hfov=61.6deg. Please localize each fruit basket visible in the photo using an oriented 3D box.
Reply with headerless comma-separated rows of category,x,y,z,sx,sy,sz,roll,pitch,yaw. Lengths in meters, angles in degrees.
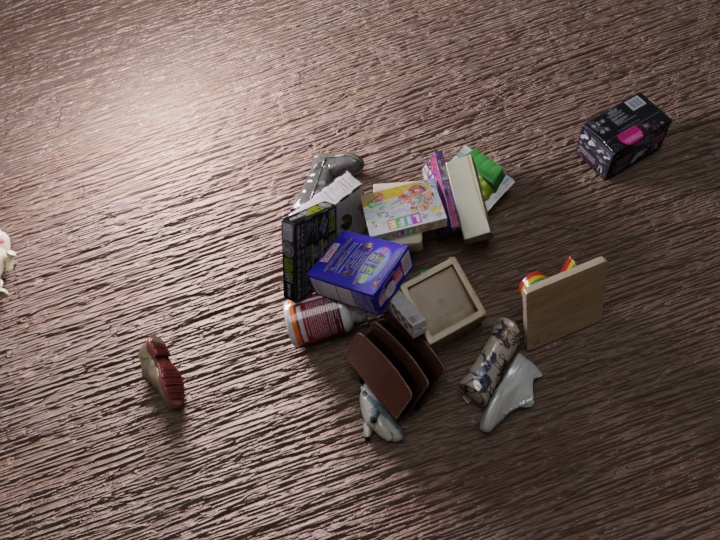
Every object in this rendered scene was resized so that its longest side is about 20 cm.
fruit basket,0.289,-0.219,1.642,0.185,0.094,0.201,40,89,26

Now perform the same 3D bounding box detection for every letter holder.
letter holder,0.079,0.206,1.376,0.200,0.099,0.144,47,120,27

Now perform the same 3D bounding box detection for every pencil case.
pencil case,0.298,0.211,1.389,0.077,0.090,0.202,31,70,12

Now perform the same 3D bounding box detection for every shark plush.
shark plush,0.038,0.310,1.407,0.081,0.093,0.202,-3,37,-15

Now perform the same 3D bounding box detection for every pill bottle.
pill bottle,-0.084,0.108,1.487,0.194,0.114,0.116,-15,59,0

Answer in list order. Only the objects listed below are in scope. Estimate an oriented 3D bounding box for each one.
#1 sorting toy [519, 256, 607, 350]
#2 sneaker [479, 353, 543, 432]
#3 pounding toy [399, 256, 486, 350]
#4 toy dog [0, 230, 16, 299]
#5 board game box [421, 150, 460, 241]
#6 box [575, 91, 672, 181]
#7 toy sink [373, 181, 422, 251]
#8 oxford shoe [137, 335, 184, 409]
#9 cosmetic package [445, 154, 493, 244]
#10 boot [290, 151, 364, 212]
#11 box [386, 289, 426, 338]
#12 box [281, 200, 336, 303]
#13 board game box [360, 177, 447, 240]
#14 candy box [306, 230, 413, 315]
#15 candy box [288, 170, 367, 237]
sorting toy,0.455,0.063,1.389,0.195,0.202,0.070,-21,43,-4
sneaker,0.343,0.287,1.352,0.087,0.076,0.201,33,69,11
pounding toy,0.197,0.066,1.472,0.180,0.143,0.204,-26,71,-6
toy dog,-1.059,-0.025,1.716,0.191,0.138,0.205,-23,53,39
board game box,0.207,-0.192,1.572,0.031,0.120,0.206,-8,77,-17
box,0.704,-0.361,1.628,0.196,0.116,0.133,-29,59,-9
toy sink,0.100,-0.118,1.587,0.126,0.113,0.205,-4,55,6
oxford shoe,-0.498,0.265,1.503,0.074,0.070,0.203,-39,61,16
cosmetic package,0.279,-0.178,1.537,0.071,0.103,0.206,-16,82,16
boot,-0.093,-0.239,1.707,0.177,0.073,0.204,2,54,26
box,0.088,0.080,1.404,0.040,0.040,0.200,-20,39,-18
box,-0.121,-0.046,1.455,0.043,0.206,0.159,18,31,31
board game box,0.107,-0.150,1.517,0.194,0.035,0.137,-14,56,-1
candy box,0.000,0.000,1.433,0.196,0.078,0.170,17,52,32
candy box,-0.074,-0.133,1.586,0.199,0.169,0.071,-39,57,-15
